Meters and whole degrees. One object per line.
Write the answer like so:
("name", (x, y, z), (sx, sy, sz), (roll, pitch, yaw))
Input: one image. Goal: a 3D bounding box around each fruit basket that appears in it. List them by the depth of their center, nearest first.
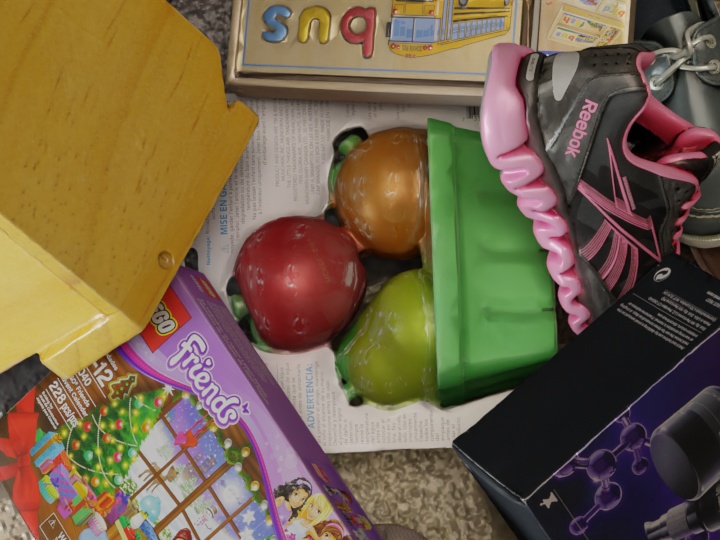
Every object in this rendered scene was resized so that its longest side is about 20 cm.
("fruit basket", (0.000, 0.000, 1.140), (0.198, 0.094, 0.187), (-5, 79, 8))

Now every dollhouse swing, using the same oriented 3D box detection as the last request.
("dollhouse swing", (-0.196, -0.058, 1.097), (0.200, 0.175, 0.182), (40, 61, -23))

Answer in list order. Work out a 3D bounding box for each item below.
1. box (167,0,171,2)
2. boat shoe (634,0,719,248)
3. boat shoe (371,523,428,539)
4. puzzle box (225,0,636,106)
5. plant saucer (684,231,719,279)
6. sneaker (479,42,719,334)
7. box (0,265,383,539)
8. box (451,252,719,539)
("box", (-0.086, -0.211, 1.149), (0.047, 0.122, 0.201), (29, 79, 4))
("boat shoe", (0.150, -0.108, 1.147), (0.072, 0.062, 0.201), (-13, 65, 2))
("boat shoe", (-0.022, 0.208, 1.094), (0.200, 0.072, 0.076), (-45, 59, 12))
("puzzle box", (0.036, -0.147, 1.115), (0.198, 0.025, 0.134), (3, 83, 12))
("plant saucer", (0.260, -0.032, 1.139), (0.199, 0.037, 0.201), (-8, 51, 9))
("sneaker", (0.129, -0.032, 1.073), (0.095, 0.200, 0.079), (-12, 47, 21))
("box", (-0.080, 0.115, 1.079), (0.137, 0.039, 0.200), (-42, 65, 13))
("box", (0.156, 0.117, 1.070), (0.141, 0.079, 0.200), (-39, 119, -6))
